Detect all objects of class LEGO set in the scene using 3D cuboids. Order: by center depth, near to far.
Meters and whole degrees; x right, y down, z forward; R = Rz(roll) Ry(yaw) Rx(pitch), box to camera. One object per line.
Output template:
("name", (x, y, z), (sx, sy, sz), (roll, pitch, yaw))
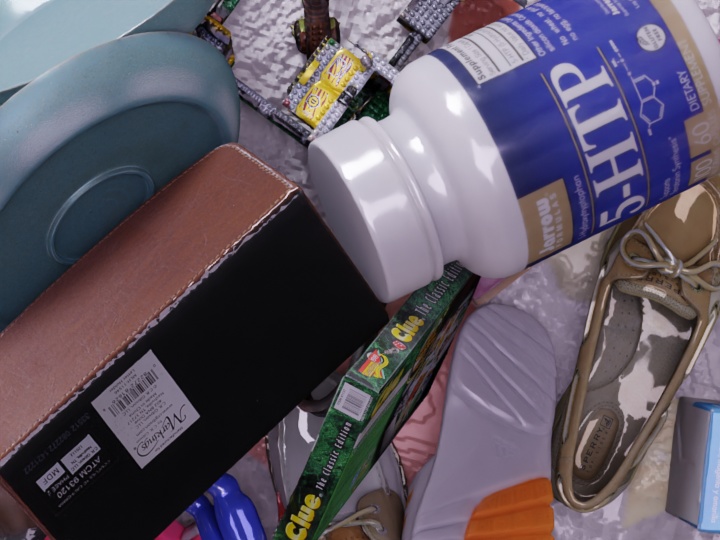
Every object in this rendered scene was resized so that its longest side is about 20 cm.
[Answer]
("LEGO set", (-0.011, -0.144, 1.535), (0.154, 0.116, 0.200), (45, 89, -2))

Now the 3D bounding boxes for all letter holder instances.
("letter holder", (-0.113, 0.033, 1.461), (0.200, 0.142, 0.101), (-42, 128, -9))

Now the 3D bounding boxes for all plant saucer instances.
("plant saucer", (-0.136, -0.034, 1.464), (0.200, 0.200, 0.027), (-41, 64, -2))
("plant saucer", (-0.146, -0.131, 1.504), (0.199, 0.200, 0.036), (-29, 116, -2))

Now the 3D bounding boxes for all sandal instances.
("sandal", (0.065, 0.119, 1.560), (0.079, 0.059, 0.208), (18, 60, -10))

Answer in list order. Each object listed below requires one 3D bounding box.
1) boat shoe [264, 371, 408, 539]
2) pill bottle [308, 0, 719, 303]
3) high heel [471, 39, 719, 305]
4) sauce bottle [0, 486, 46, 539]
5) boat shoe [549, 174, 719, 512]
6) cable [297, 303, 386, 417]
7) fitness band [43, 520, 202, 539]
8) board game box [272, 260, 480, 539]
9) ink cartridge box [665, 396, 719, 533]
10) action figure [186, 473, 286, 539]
("boat shoe", (-0.003, 0.147, 1.564), (0.074, 0.068, 0.201), (-17, 90, 0))
("pill bottle", (0.081, -0.066, 1.466), (0.199, 0.120, 0.120), (-26, 92, -11))
("high heel", (0.103, -0.078, 1.568), (0.200, 0.067, 0.096), (-40, 103, 11))
("sauce bottle", (-0.186, 0.085, 1.560), (0.064, 0.065, 0.202), (-9, 93, -2))
("boat shoe", (0.153, 0.036, 1.572), (0.073, 0.063, 0.202), (26, 90, -3))
("cable", (0.000, 0.000, 1.532), (0.200, 0.050, 0.097), (-41, 71, 12))
("fitness band", (-0.092, 0.208, 1.529), (0.037, 0.144, 0.200), (-35, 93, 37))
("board game box", (0.015, 0.059, 1.488), (0.023, 0.200, 0.105), (30, 118, 7))
("ink cartridge box", (0.272, 0.113, 1.552), (0.198, 0.115, 0.068), (6, 91, -2))
("action figure", (-0.059, 0.149, 1.528), (0.051, 0.065, 0.201), (-17, 76, -40))
